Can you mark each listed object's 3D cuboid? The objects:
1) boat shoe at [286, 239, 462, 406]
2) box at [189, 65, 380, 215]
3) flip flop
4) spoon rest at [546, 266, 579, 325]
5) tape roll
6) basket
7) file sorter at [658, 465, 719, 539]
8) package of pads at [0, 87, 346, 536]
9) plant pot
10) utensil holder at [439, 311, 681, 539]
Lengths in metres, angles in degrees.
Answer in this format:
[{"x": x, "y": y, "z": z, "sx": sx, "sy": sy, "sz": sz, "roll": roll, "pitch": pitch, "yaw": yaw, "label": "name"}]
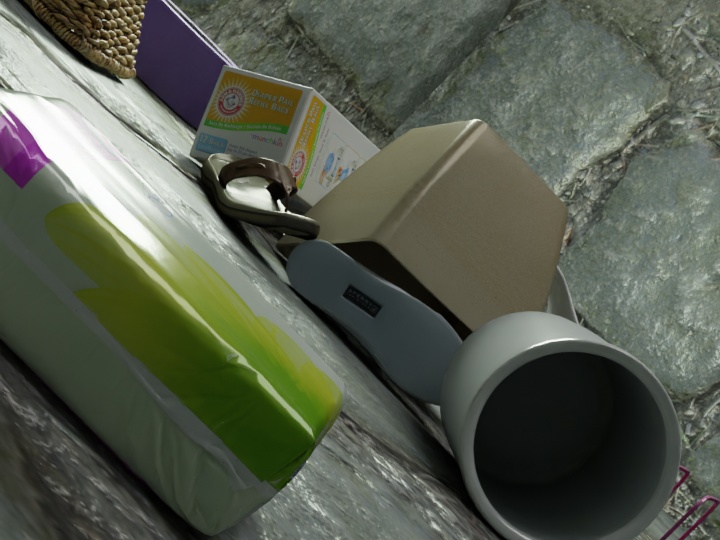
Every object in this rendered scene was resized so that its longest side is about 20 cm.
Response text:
[{"x": 0.021, "y": 0.051, "z": 1.606, "sx": 0.202, "sy": 0.075, "sz": 0.086, "roll": 36, "pitch": -1, "yaw": 11, "label": "boat shoe"}, {"x": -0.075, "y": -0.122, "z": 1.864, "sx": 0.112, "sy": 0.102, "sz": 0.200, "roll": 17, "pitch": -8, "yaw": 24, "label": "box"}, {"x": -0.092, "y": -0.079, "z": 1.646, "sx": 0.081, "sy": 0.058, "sz": 0.200, "roll": 17, "pitch": 15, "yaw": -25, "label": "flip flop"}, {"x": 0.195, "y": 0.057, "z": 1.828, "sx": 0.201, "sy": 0.060, "sz": 0.099, "roll": 65, "pitch": -18, "yaw": -3, "label": "spoon rest"}, {"x": -0.226, "y": -0.260, "z": 2.145, "sx": 0.200, "sy": 0.085, "sz": 0.200, "roll": 45, "pitch": 4, "yaw": -4, "label": "tape roll"}, {"x": -0.298, "y": -0.283, "z": 1.796, "sx": 0.142, "sy": 0.150, "sz": 0.200, "roll": 12, "pitch": 2, "yaw": 5, "label": "basket"}, {"x": 0.285, "y": 0.230, "z": 2.001, "sx": 0.200, "sy": 0.125, "sz": 0.139, "roll": 46, "pitch": 5, "yaw": 19, "label": "file sorter"}, {"x": -0.097, "y": 0.012, "z": 0.741, "sx": 0.200, "sy": 0.068, "sz": 0.155, "roll": 46, "pitch": 5, "yaw": 2, "label": "package of pads"}, {"x": 0.077, "y": -0.032, "z": 1.712, "sx": 0.200, "sy": 0.177, "sz": 0.200, "roll": 42, "pitch": -21, "yaw": -22, "label": "plant pot"}, {"x": 0.151, "y": 0.125, "z": 1.447, "sx": 0.170, "sy": 0.170, "sz": 0.200, "roll": 44, "pitch": 1, "yaw": -8, "label": "utensil holder"}]
